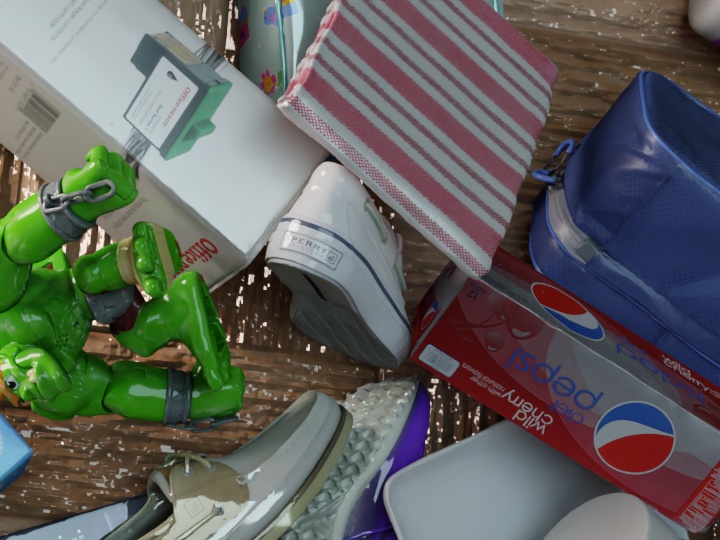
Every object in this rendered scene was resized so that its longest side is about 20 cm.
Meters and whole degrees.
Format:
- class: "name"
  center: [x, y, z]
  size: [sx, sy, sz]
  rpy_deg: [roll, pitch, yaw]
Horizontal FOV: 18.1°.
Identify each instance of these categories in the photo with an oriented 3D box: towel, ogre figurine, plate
- class: "towel"
  center: [0.034, -0.097, 1.239]
  size: [0.146, 0.030, 0.200]
  rpy_deg: [40, 40, -15]
- class: "ogre figurine"
  center: [-0.146, 0.024, 1.221]
  size: [0.119, 0.200, 0.098]
  rpy_deg: [-15, 65, 11]
- class: "plate"
  center: [0.110, 0.176, 1.309]
  size: [0.199, 0.032, 0.201]
  rpy_deg: [-25, 99, -35]

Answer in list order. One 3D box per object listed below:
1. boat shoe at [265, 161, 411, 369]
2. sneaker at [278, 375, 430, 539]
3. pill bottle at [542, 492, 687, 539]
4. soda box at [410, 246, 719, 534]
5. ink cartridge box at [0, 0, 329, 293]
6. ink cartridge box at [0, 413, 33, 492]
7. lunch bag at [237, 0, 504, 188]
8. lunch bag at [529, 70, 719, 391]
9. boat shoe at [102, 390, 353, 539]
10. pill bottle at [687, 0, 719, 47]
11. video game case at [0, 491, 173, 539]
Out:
- class: "boat shoe"
  center: [0.000, 0.000, 1.249]
  size: [0.073, 0.200, 0.067]
  rpy_deg: [22, 77, 11]
- class: "sneaker"
  center: [0.003, 0.160, 1.293]
  size: [0.100, 0.069, 0.201]
  rpy_deg: [45, 54, -33]
- class: "pill bottle"
  center: [0.185, 0.222, 1.271]
  size: [0.200, 0.109, 0.110]
  rpy_deg: [45, 70, -24]
- class: "soda box"
  center: [0.126, 0.064, 1.262]
  size: [0.200, 0.070, 0.063]
  rpy_deg: [33, 110, -9]
- class: "ink cartridge box"
  center: [-0.130, -0.085, 1.250]
  size: [0.200, 0.146, 0.084]
  rpy_deg: [40, 71, -8]
- class: "ink cartridge box"
  center: [-0.287, 0.124, 1.200]
  size: [0.200, 0.067, 0.116]
  rpy_deg: [-42, 90, -20]
- class: "lunch bag"
  center: [0.010, -0.150, 1.342]
  size: [0.160, 0.077, 0.201]
  rpy_deg: [-1, 82, -23]
- class: "lunch bag"
  center: [0.189, -0.012, 1.330]
  size: [0.200, 0.136, 0.132]
  rpy_deg: [33, 113, -8]
- class: "boat shoe"
  center: [-0.087, 0.133, 1.242]
  size: [0.068, 0.075, 0.200]
  rpy_deg: [47, 71, -11]
- class: "pill bottle"
  center: [0.314, -0.149, 1.423]
  size: [0.200, 0.104, 0.105]
  rpy_deg: [29, 73, -10]
- class: "video game case"
  center: [-0.129, 0.202, 1.265]
  size: [0.199, 0.019, 0.143]
  rpy_deg: [-15, 85, -20]
